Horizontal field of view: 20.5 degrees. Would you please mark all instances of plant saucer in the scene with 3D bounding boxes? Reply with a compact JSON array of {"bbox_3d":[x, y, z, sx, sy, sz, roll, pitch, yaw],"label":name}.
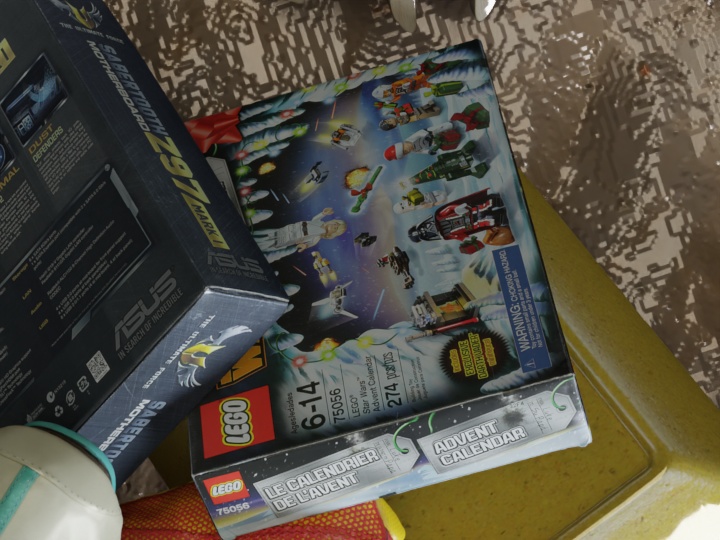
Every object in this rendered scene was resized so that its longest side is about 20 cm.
[{"bbox_3d":[0.030,0.071,0.786,0.200,0.048,0.200,-37,64,-1],"label":"plant saucer"}]

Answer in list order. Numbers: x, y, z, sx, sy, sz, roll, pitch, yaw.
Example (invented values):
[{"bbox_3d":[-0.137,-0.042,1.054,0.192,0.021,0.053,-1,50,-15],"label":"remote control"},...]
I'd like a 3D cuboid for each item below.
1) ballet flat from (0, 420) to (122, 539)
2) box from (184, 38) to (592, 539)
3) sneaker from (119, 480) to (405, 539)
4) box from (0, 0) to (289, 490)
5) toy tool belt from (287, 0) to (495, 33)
[{"bbox_3d":[-0.115,0.129,0.680,0.069,0.200,0.070,1,50,-1],"label":"ballet flat"},{"bbox_3d":[0.000,0.000,0.755,0.136,0.200,0.040,-16,131,5],"label":"box"},{"bbox_3d":[-0.068,0.115,0.755,0.199,0.073,0.077,-2,49,30],"label":"sneaker"},{"bbox_3d":[-0.135,0.017,0.728,0.200,0.051,0.158,-46,60,21],"label":"box"},{"bbox_3d":[0.011,-0.159,0.803,0.199,0.125,0.123,19,127,0],"label":"toy tool belt"}]
